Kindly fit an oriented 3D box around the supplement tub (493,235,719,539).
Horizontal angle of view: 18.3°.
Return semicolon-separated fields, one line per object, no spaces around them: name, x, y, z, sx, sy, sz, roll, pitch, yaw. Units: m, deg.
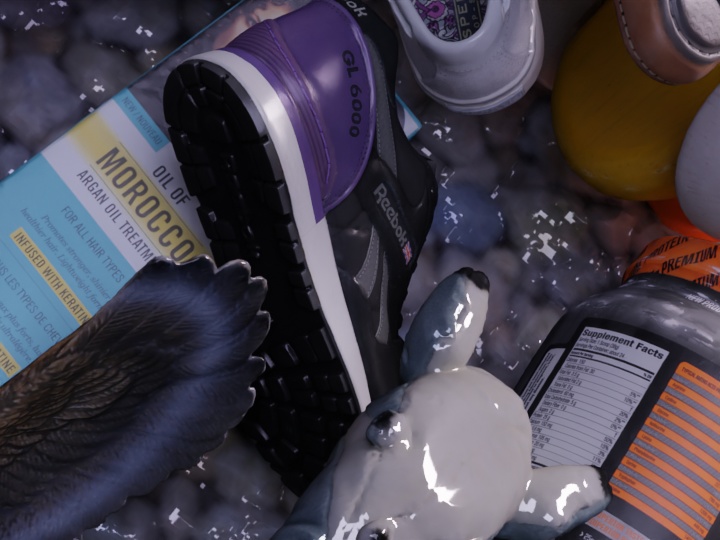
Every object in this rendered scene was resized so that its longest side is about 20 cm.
supplement tub;0.095;0.094;0.817;0.122;0.122;0.200;37;72;-5

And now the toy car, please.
toy car;0.170;-0.097;0.863;0.200;0.175;0.150;-49;137;10

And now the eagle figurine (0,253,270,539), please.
eagle figurine;-0.142;0.048;0.733;0.200;0.150;0.152;-54;133;-20

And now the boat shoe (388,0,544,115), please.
boat shoe;0.021;-0.158;0.843;0.072;0.069;0.201;-9;72;9

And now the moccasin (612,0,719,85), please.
moccasin;0.085;-0.145;0.800;0.074;0.078;0.202;25;41;-47

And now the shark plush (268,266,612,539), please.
shark plush;0.006;0.086;0.701;0.091;0.083;0.200;51;36;-10

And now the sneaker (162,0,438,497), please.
sneaker;0.000;0.000;0.801;0.087;0.076;0.201;-32;127;-31

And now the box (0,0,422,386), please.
box;-0.079;-0.021;0.833;0.200;0.049;0.082;-40;91;-19
